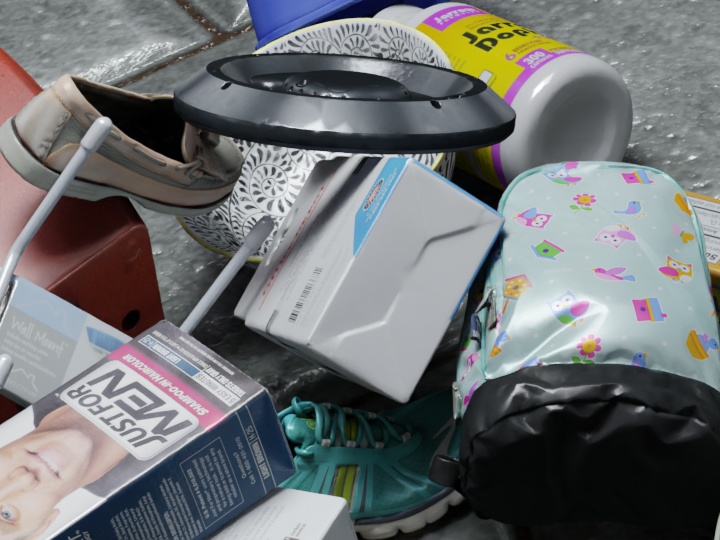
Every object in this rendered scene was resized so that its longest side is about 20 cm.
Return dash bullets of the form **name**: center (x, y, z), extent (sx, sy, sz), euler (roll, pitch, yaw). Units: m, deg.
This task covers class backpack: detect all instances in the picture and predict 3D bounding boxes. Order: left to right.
- **backpack**: center (0.127, 0.038, 1.173), extent (0.167, 0.127, 0.200), euler (8, 41, -5)

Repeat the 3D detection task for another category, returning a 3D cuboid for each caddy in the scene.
- **caddy**: center (0.006, -0.210, 1.591), extent (0.200, 0.105, 0.141), euler (-21, -5, 37)

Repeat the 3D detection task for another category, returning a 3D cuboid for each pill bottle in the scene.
- **pill bottle**: center (0.082, -0.119, 1.466), extent (0.104, 0.104, 0.200), euler (-33, 38, -23)

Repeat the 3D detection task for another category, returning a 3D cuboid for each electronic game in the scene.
- **electronic game**: center (-0.009, -0.095, 1.272), extent (0.200, 0.042, 0.200), euler (3, 15, -1)

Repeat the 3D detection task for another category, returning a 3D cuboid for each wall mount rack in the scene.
- **wall mount rack**: center (-0.140, 0.024, 1.223), extent (0.075, 0.200, 0.174), euler (-18, 47, 52)

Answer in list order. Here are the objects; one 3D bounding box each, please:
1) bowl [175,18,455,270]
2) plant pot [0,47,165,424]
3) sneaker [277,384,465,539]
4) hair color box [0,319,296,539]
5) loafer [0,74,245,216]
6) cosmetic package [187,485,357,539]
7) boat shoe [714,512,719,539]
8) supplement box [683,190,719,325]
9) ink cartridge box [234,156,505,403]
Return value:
- **bowl**: center (-0.015, -0.059, 1.411), extent (0.201, 0.094, 0.201), euler (-15, 47, 17)
- **plant pot**: center (-0.228, 0.014, 1.339), extent (0.176, 0.200, 0.200), euler (31, 55, 32)
- **sneaker**: center (-0.012, 0.107, 1.205), extent (0.200, 0.080, 0.078), euler (-21, 34, -9)
- **hair color box**: center (-0.143, 0.114, 1.086), extent (0.200, 0.061, 0.100), euler (-35, 39, -23)
- **loafer**: center (-0.125, -0.077, 1.288), extent (0.072, 0.063, 0.200), euler (52, 25, 23)
- **cosmetic package**: center (-0.096, 0.162, 1.141), extent (0.200, 0.101, 0.071), euler (7, 40, 29)
- **boat shoe**: center (0.244, 0.107, 1.099), extent (0.200, 0.075, 0.062), euler (-40, 9, -37)
- **supplement box**: center (0.236, 0.009, 1.256), extent (0.200, 0.067, 0.069), euler (19, 50, 41)
- **ink cartridge box**: center (0.000, 0.000, 1.233), extent (0.116, 0.067, 0.200), euler (-61, 14, -4)
